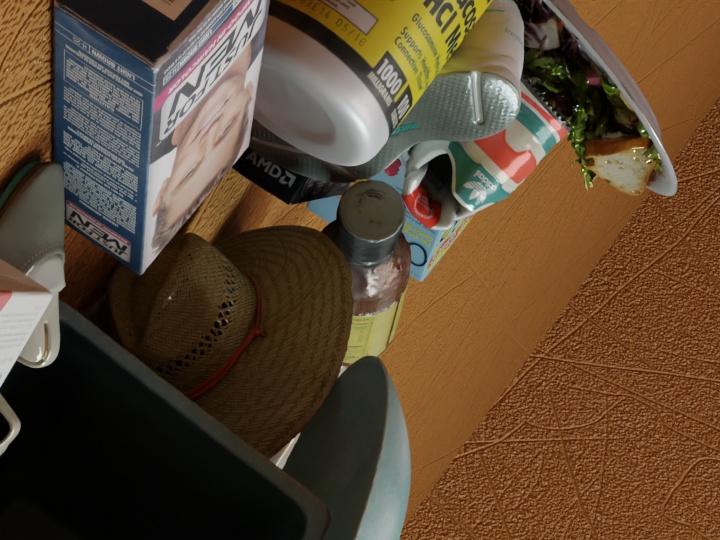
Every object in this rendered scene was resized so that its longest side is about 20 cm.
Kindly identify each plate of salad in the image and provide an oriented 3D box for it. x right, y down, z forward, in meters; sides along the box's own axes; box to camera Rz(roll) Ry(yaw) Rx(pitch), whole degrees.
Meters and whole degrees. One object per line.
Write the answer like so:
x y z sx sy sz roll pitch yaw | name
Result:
0.116 -0.116 1.434 0.048 0.200 0.200 -40 169 -3 | plate of salad

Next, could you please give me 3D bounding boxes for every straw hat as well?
-0.104 0.028 1.382 0.201 0.201 0.085 -54 132 -18 | straw hat

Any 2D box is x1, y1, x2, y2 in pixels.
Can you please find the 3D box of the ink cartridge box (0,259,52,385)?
-0.225 0.078 1.036 0.200 0.067 0.116 -60 170 6 | ink cartridge box

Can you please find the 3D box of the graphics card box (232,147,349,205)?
0.003 -0.139 1.503 0.200 0.051 0.125 -58 170 12 | graphics card box

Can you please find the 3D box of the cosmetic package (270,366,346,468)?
-0.101 0.127 1.682 0.200 0.103 0.087 -57 171 -5 | cosmetic package

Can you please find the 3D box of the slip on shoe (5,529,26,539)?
-0.185 0.166 1.442 0.200 0.061 0.076 -49 -169 -18 | slip on shoe

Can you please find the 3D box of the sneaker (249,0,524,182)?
0.016 -0.107 1.396 0.070 0.200 0.080 43 47 -38 | sneaker

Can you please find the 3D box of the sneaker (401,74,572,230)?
0.048 -0.073 1.450 0.093 0.070 0.200 -50 -161 -11 | sneaker

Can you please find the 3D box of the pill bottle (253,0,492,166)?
0.016 -0.164 1.301 0.200 0.112 0.112 -54 170 -18 | pill bottle

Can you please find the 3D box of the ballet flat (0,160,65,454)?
-0.180 0.044 1.155 0.200 0.064 0.067 -58 170 4 | ballet flat

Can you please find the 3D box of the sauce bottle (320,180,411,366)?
0.000 0.000 1.497 0.066 0.066 0.200 -53 171 -22 | sauce bottle

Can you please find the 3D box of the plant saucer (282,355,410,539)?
-0.015 0.146 1.297 0.201 0.039 0.201 -59 -164 28 | plant saucer

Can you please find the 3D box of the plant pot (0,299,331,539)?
-0.164 0.169 1.288 0.196 0.196 0.200 -52 179 -24 | plant pot

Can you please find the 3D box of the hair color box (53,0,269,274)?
-0.096 -0.091 1.148 0.100 0.060 0.200 -52 169 -25 | hair color box

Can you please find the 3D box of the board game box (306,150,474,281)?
0.048 -0.106 1.666 0.103 0.105 0.200 -50 169 -35 | board game box

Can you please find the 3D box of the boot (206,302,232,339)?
-0.086 0.043 1.540 0.163 0.073 0.198 -53 180 -20 | boot
